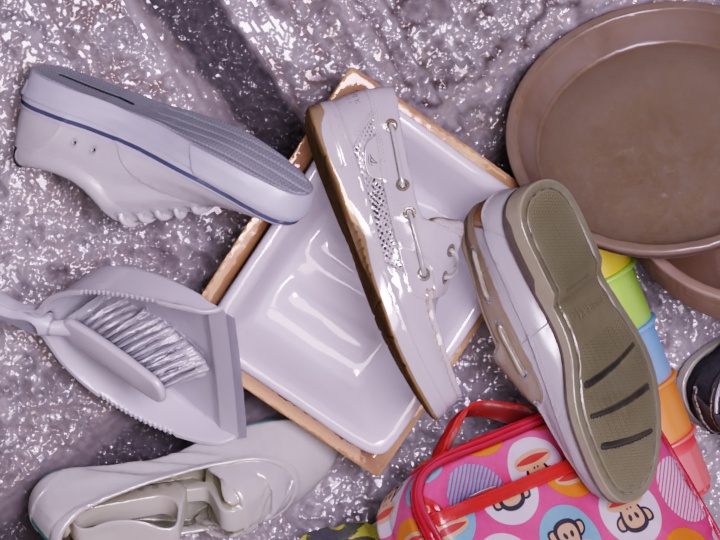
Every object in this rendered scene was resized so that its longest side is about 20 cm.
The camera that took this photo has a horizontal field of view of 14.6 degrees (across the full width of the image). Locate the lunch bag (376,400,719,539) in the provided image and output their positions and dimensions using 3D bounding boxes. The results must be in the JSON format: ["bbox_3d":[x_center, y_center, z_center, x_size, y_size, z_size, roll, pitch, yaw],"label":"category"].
[{"bbox_3d":[0.113,0.158,1.714,0.199,0.082,0.177,-19,75,-34],"label":"lunch bag"}]

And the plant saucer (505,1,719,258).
[{"bbox_3d":[0.189,-0.084,1.733,0.199,0.201,0.030,-23,143,-8],"label":"plant saucer"}]

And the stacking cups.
[{"bbox_3d":[0.175,0.053,1.789,0.060,0.060,0.201,-27,103,-7],"label":"stacking cups"}]

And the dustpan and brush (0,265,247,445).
[{"bbox_3d":[-0.167,0.036,1.696,0.199,0.140,0.057,30,59,22],"label":"dustpan and brush"}]

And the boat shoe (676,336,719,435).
[{"bbox_3d":[0.295,0.034,1.804,0.200,0.068,0.072,-41,101,-7],"label":"boat shoe"}]

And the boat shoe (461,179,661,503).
[{"bbox_3d":[0.121,0.045,1.687,0.075,0.068,0.201,-22,96,-40],"label":"boat shoe"}]

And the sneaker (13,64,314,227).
[{"bbox_3d":[-0.120,-0.060,1.692,0.199,0.073,0.071,24,109,21],"label":"sneaker"}]

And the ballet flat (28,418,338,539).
[{"bbox_3d":[-0.105,0.143,1.733,0.199,0.069,0.070,-10,97,-9],"label":"ballet flat"}]

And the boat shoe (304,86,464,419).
[{"bbox_3d":[0.031,-0.013,1.662,0.069,0.071,0.201,-21,97,-7],"label":"boat shoe"}]

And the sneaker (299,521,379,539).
[{"bbox_3d":[0.035,0.194,1.775,0.199,0.075,0.085,-10,130,-20],"label":"sneaker"}]

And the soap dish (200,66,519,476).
[{"bbox_3d":[0.000,0.000,1.735,0.157,0.081,0.201,34,89,-12],"label":"soap dish"}]

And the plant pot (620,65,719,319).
[{"bbox_3d":[0.266,-0.032,1.756,0.200,0.201,0.093,-25,142,-7],"label":"plant pot"}]
